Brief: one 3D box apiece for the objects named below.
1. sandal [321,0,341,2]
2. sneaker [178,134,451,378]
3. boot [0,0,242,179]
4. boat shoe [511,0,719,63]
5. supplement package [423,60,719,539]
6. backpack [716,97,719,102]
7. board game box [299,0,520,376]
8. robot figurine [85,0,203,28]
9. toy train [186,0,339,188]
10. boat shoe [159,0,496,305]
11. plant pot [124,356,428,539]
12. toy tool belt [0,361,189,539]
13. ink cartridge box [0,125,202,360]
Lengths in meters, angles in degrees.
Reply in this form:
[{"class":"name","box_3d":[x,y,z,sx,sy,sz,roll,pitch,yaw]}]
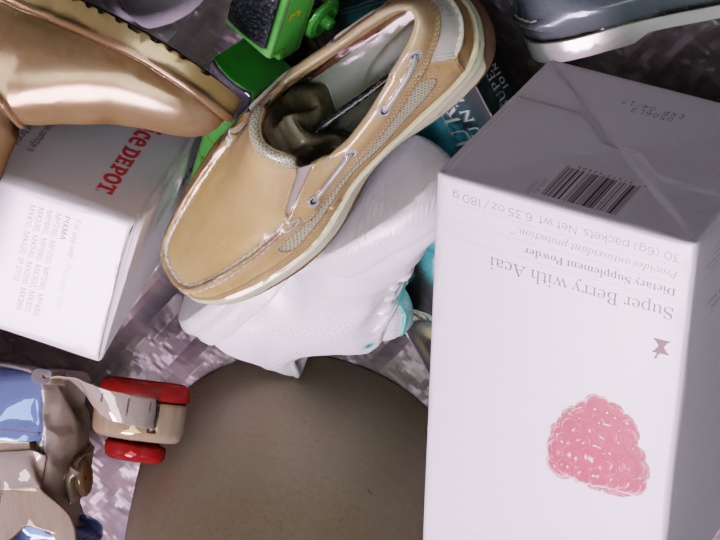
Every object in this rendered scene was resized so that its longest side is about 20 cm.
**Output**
[{"class":"sandal","box_3d":[-0.017,-0.186,1.263,0.082,0.050,0.203,-24,108,22]},{"class":"sneaker","box_3d":[0.000,0.000,1.300,0.088,0.075,0.200,36,144,-20]},{"class":"boot","box_3d":[-0.170,-0.032,1.194,0.175,0.066,0.200,26,92,5]},{"class":"boat shoe","box_3d":[0.159,-0.154,1.233,0.200,0.073,0.062,-17,113,23]},{"class":"supplement package","box_3d":[0.107,0.031,1.183,0.121,0.120,0.200,16,125,22]},{"class":"backpack","box_3d":[0.211,0.008,1.265,0.163,0.154,0.200,5,101,29]},{"class":"board game box","box_3d":[0.039,-0.042,1.291,0.135,0.028,0.200,-11,113,49]},{"class":"robot figurine","box_3d":[-0.145,-0.165,1.260,0.200,0.113,0.170,-6,94,14]},{"class":"toy train","box_3d":[-0.049,-0.087,1.272,0.042,0.056,0.200,40,142,17]},{"class":"boat shoe","box_3d":[-0.031,-0.058,1.203,0.200,0.076,0.072,-47,72,23]},{"class":"plant pot","box_3d":[-0.045,0.169,1.341,0.187,0.200,0.188,4,114,9]},{"class":"toy tool belt","box_3d":[-0.183,0.108,1.371,0.200,0.125,0.123,6,88,25]},{"class":"ink cartridge box","box_3d":[-0.191,-0.048,1.303,0.200,0.145,0.084,18,117,3]}]
